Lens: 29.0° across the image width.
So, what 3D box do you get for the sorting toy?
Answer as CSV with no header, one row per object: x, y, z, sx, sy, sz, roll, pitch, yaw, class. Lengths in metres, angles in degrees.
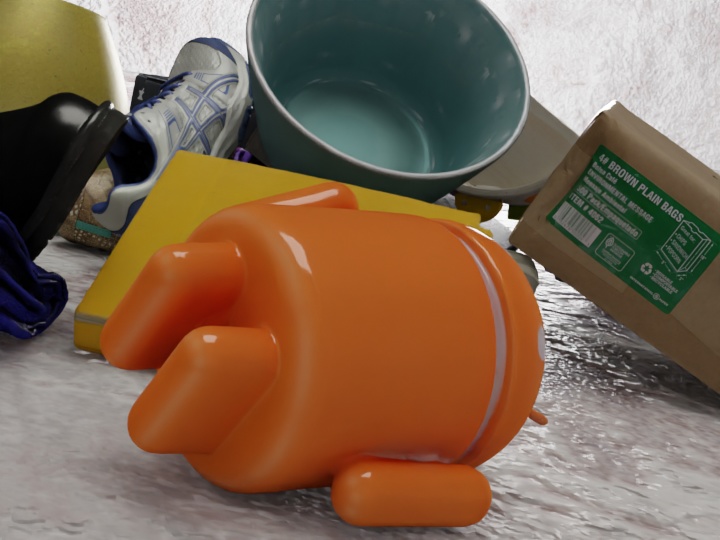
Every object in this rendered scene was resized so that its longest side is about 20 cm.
0.116,-0.095,1.133,0.200,0.107,0.180,44,10,27,sorting toy

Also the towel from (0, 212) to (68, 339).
-0.251,-0.020,0.676,0.199,0.050,0.148,19,-15,8,towel

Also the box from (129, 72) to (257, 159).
-0.106,-0.120,1.344,0.199,0.105,0.148,0,14,-44,box

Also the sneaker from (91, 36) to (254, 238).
-0.131,-0.098,0.960,0.088,0.201,0.075,31,-46,-31,sneaker

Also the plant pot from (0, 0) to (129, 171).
-0.259,-0.136,1.068,0.199,0.143,0.200,13,-1,0,plant pot

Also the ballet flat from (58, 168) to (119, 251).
-0.142,-0.055,1.032,0.065,0.071,0.200,26,32,21,ballet flat

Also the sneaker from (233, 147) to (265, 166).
-0.085,-0.068,1.140,0.080,0.084,0.200,7,10,-21,sneaker

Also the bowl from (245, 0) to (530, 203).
0.007,-0.113,0.963,0.199,0.105,0.202,10,53,-13,bowl

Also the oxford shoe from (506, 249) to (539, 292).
0.011,0.016,0.854,0.198,0.058,0.075,4,-18,-2,oxford shoe

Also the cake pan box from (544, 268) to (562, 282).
0.250,-0.024,1.097,0.199,0.053,0.184,-7,-10,20,cake pan box

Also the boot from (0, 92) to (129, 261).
-0.229,-0.071,0.735,0.158,0.080,0.211,37,-33,-21,boot

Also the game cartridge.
-0.033,0.005,0.763,0.199,0.033,0.177,13,35,5,game cartridge

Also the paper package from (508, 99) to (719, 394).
0.212,-0.012,0.905,0.200,0.104,0.191,37,14,5,paper package

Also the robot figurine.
-0.005,0.030,0.580,0.199,0.118,0.143,3,12,-39,robot figurine

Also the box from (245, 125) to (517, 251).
0.024,-0.057,1.079,0.200,0.048,0.158,38,16,8,box
